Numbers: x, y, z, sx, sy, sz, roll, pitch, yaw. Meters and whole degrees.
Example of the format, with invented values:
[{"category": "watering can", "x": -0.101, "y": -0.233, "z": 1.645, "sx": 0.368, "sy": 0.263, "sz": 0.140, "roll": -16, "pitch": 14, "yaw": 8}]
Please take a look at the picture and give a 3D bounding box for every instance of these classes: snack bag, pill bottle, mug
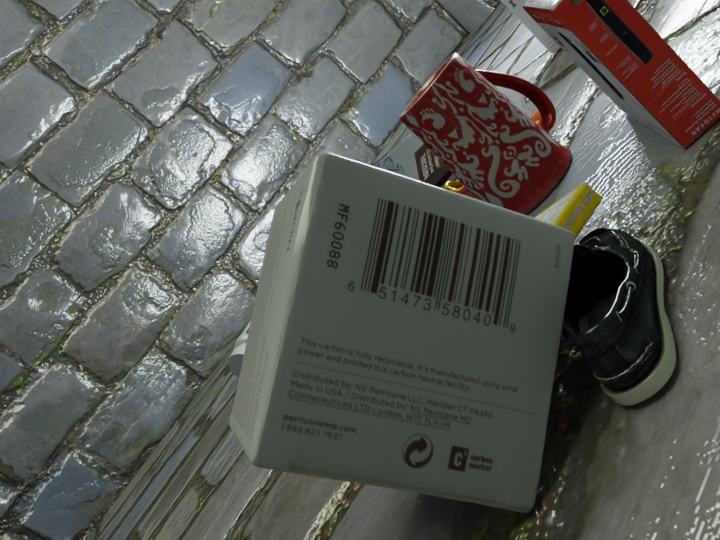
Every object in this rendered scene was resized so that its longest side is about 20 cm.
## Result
[{"category": "snack bag", "x": 0.098, "y": -0.168, "z": 1.195, "sx": 0.200, "sy": 0.021, "sz": 0.191, "roll": 151, "pitch": 111, "yaw": -64}, {"category": "pill bottle", "x": -0.248, "y": 0.179, "z": 1.516, "sx": 0.114, "sy": 0.114, "sz": 0.201, "roll": -42, "pitch": 14, "yaw": 38}, {"category": "mug", "x": 0.165, "y": -0.188, "z": 0.806, "sx": 0.133, "sy": 0.200, "sz": 0.178, "roll": -41, "pitch": 14, "yaw": 41}]

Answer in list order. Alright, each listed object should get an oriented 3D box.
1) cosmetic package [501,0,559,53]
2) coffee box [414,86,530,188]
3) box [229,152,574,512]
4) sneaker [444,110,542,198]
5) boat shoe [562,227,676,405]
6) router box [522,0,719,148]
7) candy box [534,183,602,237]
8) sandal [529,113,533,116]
[{"category": "cosmetic package", "x": 0.417, "y": -0.579, "z": 1.174, "sx": 0.201, "sy": 0.165, "sz": 0.165, "roll": -52, "pitch": 10, "yaw": -11}, {"category": "coffee box", "x": 0.187, "y": -0.212, "z": 1.012, "sx": 0.200, "sy": 0.079, "sz": 0.114, "roll": -44, "pitch": 39, "yaw": 38}, {"category": "box", "x": 0.020, "y": 0.050, "z": 0.457, "sx": 0.171, "sy": 0.197, "sz": 0.202, "roll": 165, "pitch": 119, "yaw": -72}, {"category": "sneaker", "x": 0.208, "y": -0.173, "z": 0.914, "sx": 0.200, "sy": 0.077, "sz": 0.073, "roll": -45, "pitch": 10, "yaw": 22}, {"category": "boat shoe", "x": 0.177, "y": 0.010, "z": 0.449, "sx": 0.074, "sy": 0.066, "sz": 0.200, "roll": -44, "pitch": 12, "yaw": 36}, {"category": "router box", "x": 0.255, "y": -0.222, "z": 0.607, "sx": 0.049, "sy": 0.179, "sz": 0.200, "roll": -45, "pitch": 11, "yaw": 22}, {"category": "candy box", "x": 0.160, "y": -0.013, "z": 0.593, "sx": 0.103, "sy": 0.026, "sz": 0.200, "roll": -55, "pitch": -2, "yaw": -9}, {"category": "sandal", "x": 0.258, "y": -0.266, "z": 1.077, "sx": 0.080, "sy": 0.054, "sz": 0.200, "roll": -50, "pitch": 11, "yaw": 10}]
